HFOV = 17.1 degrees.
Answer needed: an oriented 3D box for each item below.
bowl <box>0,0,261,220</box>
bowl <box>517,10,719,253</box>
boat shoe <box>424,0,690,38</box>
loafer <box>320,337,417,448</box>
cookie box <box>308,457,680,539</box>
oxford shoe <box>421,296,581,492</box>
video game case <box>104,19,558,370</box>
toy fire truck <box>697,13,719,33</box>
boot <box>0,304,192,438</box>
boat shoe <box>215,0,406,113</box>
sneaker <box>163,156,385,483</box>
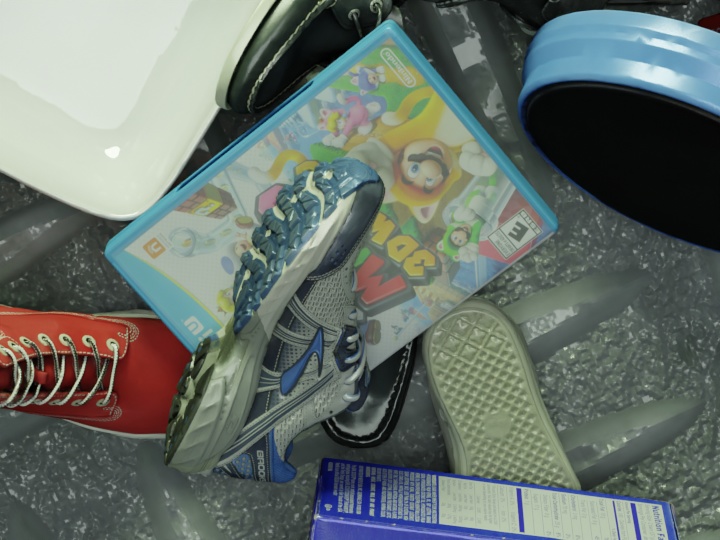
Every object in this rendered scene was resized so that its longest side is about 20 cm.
[{"bbox_3d":[-0.155,-0.149,1.295,0.199,0.075,0.201,29,95,-4],"label":"bowl"},{"bbox_3d":[0.173,-0.065,1.248,0.200,0.201,0.040,27,74,-4],"label":"bowl"},{"bbox_3d":[0.110,-0.154,1.267,0.199,0.072,0.071,-14,101,-33],"label":"boat shoe"},{"bbox_3d":[0.000,0.000,1.314,0.068,0.070,0.202,3,95,-1],"label":"loafer"},{"bbox_3d":[0.064,0.203,1.310,0.198,0.075,0.172,8,114,-1],"label":"cookie box"},{"bbox_3d":[0.079,0.100,1.335,0.075,0.058,0.201,-15,110,2],"label":"oxford shoe"},{"bbox_3d":[-0.016,-0.018,1.263,0.200,0.018,0.143,-37,106,16],"label":"video game case"},{"bbox_3d":[0.259,-0.179,1.262,0.128,0.176,0.202,-8,90,-28],"label":"toy fire truck"},{"bbox_3d":[-0.154,0.057,1.280,0.198,0.144,0.073,7,93,-3],"label":"boot"},{"bbox_3d":[0.004,-0.146,1.270,0.066,0.075,0.199,36,61,11],"label":"boat shoe"},{"bbox_3d":[-0.028,0.030,1.243,0.085,0.077,0.201,21,119,-16],"label":"sneaker"}]
